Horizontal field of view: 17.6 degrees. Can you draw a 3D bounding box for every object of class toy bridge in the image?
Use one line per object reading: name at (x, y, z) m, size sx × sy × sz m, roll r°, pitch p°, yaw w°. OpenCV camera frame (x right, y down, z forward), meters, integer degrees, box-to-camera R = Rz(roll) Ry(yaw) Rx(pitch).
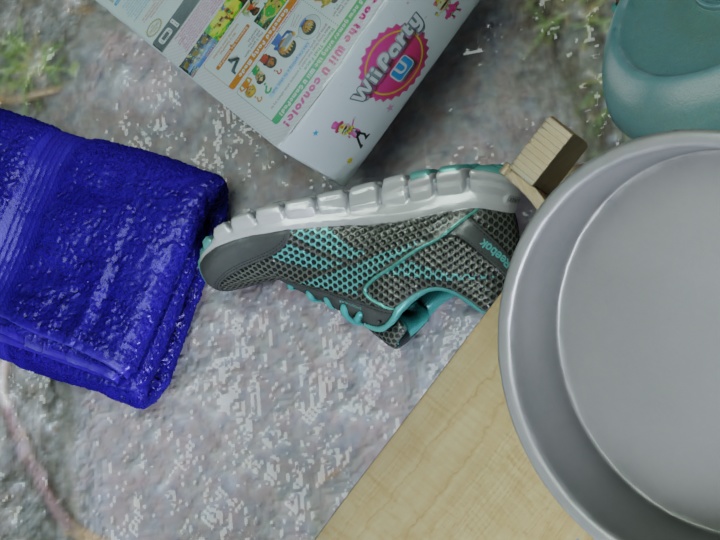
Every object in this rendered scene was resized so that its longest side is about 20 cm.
toy bridge at (0.135, 0.011, 1.044) m, size 0.200 × 0.027 × 0.067 m, roll 41°, pitch 97°, yaw 25°

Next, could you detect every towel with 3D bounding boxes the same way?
towel at (-0.184, -0.013, 1.373) m, size 0.200 × 0.050 × 0.148 m, roll 17°, pitch 85°, yaw 27°

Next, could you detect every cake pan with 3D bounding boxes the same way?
cake pan at (0.154, 0.037, 0.987) m, size 0.200 × 0.037 × 0.201 m, roll 8°, pitch 106°, yaw 30°

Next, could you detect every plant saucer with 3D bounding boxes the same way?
plant saucer at (0.193, -0.143, 1.127) m, size 0.200 × 0.027 × 0.200 m, roll -34°, pitch 29°, yaw 21°

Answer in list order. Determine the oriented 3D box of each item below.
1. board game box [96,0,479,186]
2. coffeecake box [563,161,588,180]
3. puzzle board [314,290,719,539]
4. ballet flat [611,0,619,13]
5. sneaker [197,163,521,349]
board game box at (-0.040, -0.160, 1.312) m, size 0.148 × 0.064 × 0.200 m, roll -54°, pitch 47°, yaw 5°
coffeecake box at (0.151, 0.059, 1.145) m, size 0.073 × 0.153 × 0.200 m, roll -9°, pitch 74°, yaw 23°
puzzle board at (0.091, 0.094, 1.069) m, size 0.151 × 0.017 × 0.200 m, roll 39°, pitch 96°, yaw 26°
ballet flat at (0.193, -0.102, 1.186) m, size 0.071 × 0.069 × 0.200 m, roll -46°, pitch 35°, yaw 18°
sneaker at (0.000, 0.000, 1.277) m, size 0.200 × 0.078 × 0.091 m, roll -11°, pitch 85°, yaw 28°
